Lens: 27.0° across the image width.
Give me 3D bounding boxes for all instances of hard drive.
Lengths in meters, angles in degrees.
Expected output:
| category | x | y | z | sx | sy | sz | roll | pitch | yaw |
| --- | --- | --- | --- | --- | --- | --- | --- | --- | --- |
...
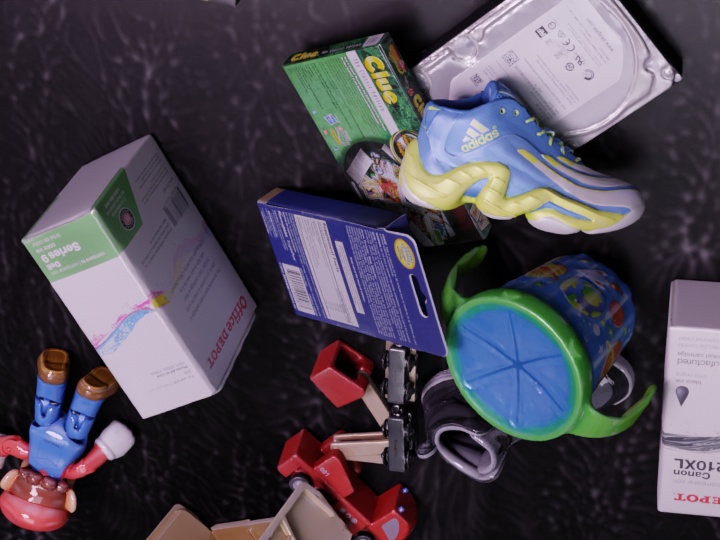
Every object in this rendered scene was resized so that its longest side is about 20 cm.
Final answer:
| category | x | y | z | sx | sy | sz | roll | pitch | yaw |
| --- | --- | --- | --- | --- | --- | --- | --- | --- | --- |
| hard drive | 0.139 | -0.157 | 1.210 | 0.200 | 0.038 | 0.140 | -33 | 109 | 29 |

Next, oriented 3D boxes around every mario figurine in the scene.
| category | x | y | z | sx | sy | sz | roll | pitch | yaw |
| --- | --- | --- | --- | --- | --- | --- | --- | --- | --- |
| mario figurine | -0.307 | 0.172 | 1.508 | 0.123 | 0.106 | 0.200 | 38 | 117 | 32 |

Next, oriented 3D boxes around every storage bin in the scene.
| category | x | y | z | sx | sy | sz | roll | pitch | yaw |
| --- | --- | --- | --- | --- | --- | --- | --- | --- | --- |
| storage bin | -0.137 | 0.301 | 1.428 | 0.200 | 0.199 | 0.094 | -18 | 114 | 44 |

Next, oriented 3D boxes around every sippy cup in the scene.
| category | x | y | z | sx | sy | sz | roll | pitch | yaw |
| --- | --- | --- | --- | --- | --- | --- | --- | --- | --- |
| sippy cup | 0.162 | 0.054 | 1.264 | 0.140 | 0.130 | 0.178 | -14 | 106 | 46 |

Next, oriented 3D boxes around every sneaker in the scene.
| category | x | y | z | sx | sy | sz | roll | pitch | yaw |
| --- | --- | --- | --- | --- | --- | --- | --- | --- | --- |
| sneaker | 0.134 | -0.091 | 1.184 | 0.200 | 0.076 | 0.105 | 5 | 112 | -6 |
| sneaker | 0.145 | 0.132 | 1.337 | 0.200 | 0.114 | 0.076 | -11 | 118 | 19 |

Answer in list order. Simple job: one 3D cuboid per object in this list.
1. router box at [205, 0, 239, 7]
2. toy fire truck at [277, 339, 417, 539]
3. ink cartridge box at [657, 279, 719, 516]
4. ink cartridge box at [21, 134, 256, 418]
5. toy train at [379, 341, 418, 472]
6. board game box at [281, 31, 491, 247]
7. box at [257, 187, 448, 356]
| category | x | y | z | sx | sy | sz | roll | pitch | yaw |
| --- | --- | --- | --- | --- | --- | --- | --- | --- | --- |
| router box | -0.157 | -0.320 | 1.170 | 0.157 | 0.052 | 0.200 | 12 | 123 | 6 |
| toy fire truck | 0.000 | 0.175 | 1.437 | 0.141 | 0.049 | 0.200 | -37 | 107 | 28 |
| ink cartridge box | 0.336 | 0.116 | 1.301 | 0.145 | 0.084 | 0.200 | 4 | 121 | 12 |
| ink cartridge box | -0.188 | 0.006 | 1.321 | 0.087 | 0.145 | 0.200 | -22 | 114 | 25 |
| toy train | 0.038 | 0.086 | 1.359 | 0.034 | 0.046 | 0.200 | 6 | 109 | 19 |
| board game box | 0.024 | -0.103 | 1.250 | 0.105 | 0.023 | 0.200 | -4 | 128 | 39 |
| box | 0.000 | 0.000 | 1.281 | 0.200 | 0.032 | 0.121 | 16 | 132 | 47 |
